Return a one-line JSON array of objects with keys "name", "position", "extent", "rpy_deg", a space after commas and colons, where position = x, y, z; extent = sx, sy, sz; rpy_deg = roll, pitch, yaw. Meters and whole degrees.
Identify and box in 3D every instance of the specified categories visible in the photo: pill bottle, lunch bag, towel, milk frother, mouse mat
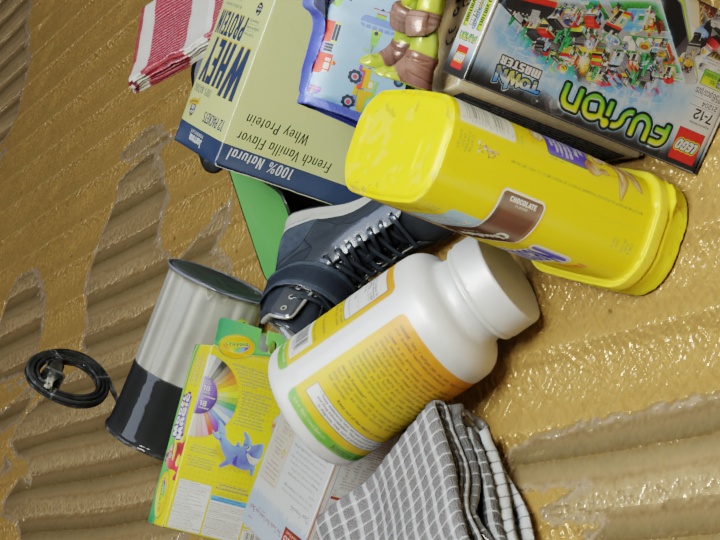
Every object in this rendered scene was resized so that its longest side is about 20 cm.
[{"name": "pill bottle", "position": [0.036, 0.057, 1.227], "extent": [0.200, 0.111, 0.111], "rpy_deg": [-35, 40, 20]}, {"name": "lunch bag", "position": [0.042, -0.183, 1.304], "extent": [0.094, 0.199, 0.151], "rpy_deg": [10, 82, 62]}, {"name": "towel", "position": [0.049, 0.212, 1.171], "extent": [0.166, 0.085, 0.200], "rpy_deg": [-55, 31, 27]}, {"name": "milk frother", "position": [-0.224, 0.076, 1.648], "extent": [0.189, 0.199, 0.180], "rpy_deg": [-68, 23, 6]}, {"name": "towel", "position": [-0.146, -0.266, 1.567], "extent": [0.199, 0.023, 0.144], "rpy_deg": [-25, 39, 24]}, {"name": "mouse mat", "position": [-0.084, -0.029, 1.546], "extent": [0.200, 0.008, 0.161], "rpy_deg": [42, 152, 62]}]

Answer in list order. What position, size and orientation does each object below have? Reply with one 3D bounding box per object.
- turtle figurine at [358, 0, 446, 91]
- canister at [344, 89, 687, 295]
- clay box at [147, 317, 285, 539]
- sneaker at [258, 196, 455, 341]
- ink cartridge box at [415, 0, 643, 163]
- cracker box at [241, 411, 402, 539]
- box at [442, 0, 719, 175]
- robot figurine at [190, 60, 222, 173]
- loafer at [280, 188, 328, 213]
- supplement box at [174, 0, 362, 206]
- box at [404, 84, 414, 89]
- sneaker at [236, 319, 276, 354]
[{"name": "turtle figurine", "position": [0.047, -0.214, 1.100], "extent": [0.200, 0.064, 0.162], "rpy_deg": [41, 118, 57]}, {"name": "canister", "position": [0.105, -0.056, 1.105], "extent": [0.148, 0.199, 0.087], "rpy_deg": [17, 88, 63]}, {"name": "clay box", "position": [-0.117, 0.154, 1.486], "extent": [0.048, 0.115, 0.201], "rpy_deg": [-5, 69, 62]}, {"name": "sneaker", "position": [0.000, 0.001, 1.335], "extent": [0.202, 0.077, 0.147], "rpy_deg": [-18, 38, 37]}, {"name": "ink cartridge box", "position": [0.141, -0.195, 1.163], "extent": [0.075, 0.164, 0.201], "rpy_deg": [-10, 64, 62]}, {"name": "cracker box", "position": [-0.026, 0.155, 1.378], "extent": [0.134, 0.058, 0.201], "rpy_deg": [27, 97, 63]}, {"name": "box", "position": [0.163, -0.147, 1.054], "extent": [0.110, 0.199, 0.035], "rpy_deg": [-68, 27, 9]}, {"name": "robot figurine", "position": [-0.116, -0.189, 1.686], "extent": [0.200, 0.124, 0.151], "rpy_deg": [-111, 18, -52]}, {"name": "loafer", "position": [-0.032, -0.123, 1.568], "extent": [0.063, 0.072, 0.201], "rpy_deg": [-151, 83, -82]}, {"name": "supplement box", "position": [-0.032, -0.171, 1.436], "extent": [0.134, 0.199, 0.201], "rpy_deg": [33, 104, 64]}, {"name": "box", "position": [0.107, -0.153, 1.232], "extent": [0.040, 0.137, 0.201], "rpy_deg": [5, 77, 62]}, {"name": "sneaker", "position": [-0.142, 0.144, 1.574], "extent": [0.072, 0.083, 0.201], "rpy_deg": [27, 98, 63]}]
